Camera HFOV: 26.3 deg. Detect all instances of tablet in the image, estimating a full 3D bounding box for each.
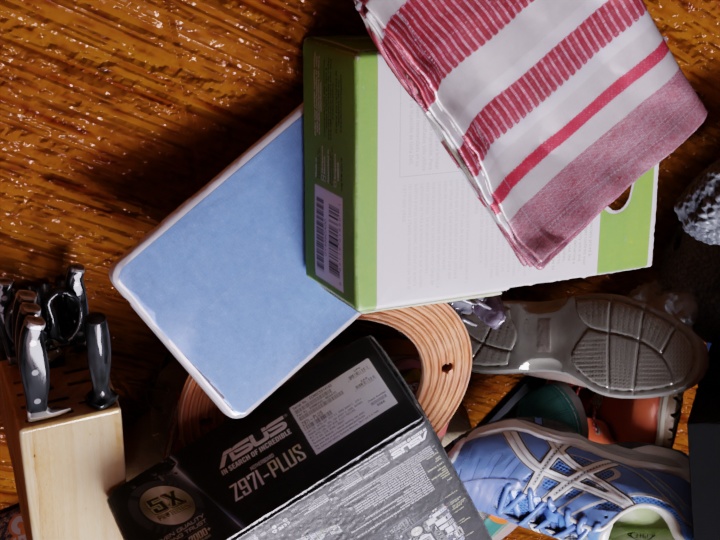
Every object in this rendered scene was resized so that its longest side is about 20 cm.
[{"bbox_3d":[-0.037,-0.018,0.916,0.200,0.014,0.130,-41,117,-8],"label":"tablet"}]

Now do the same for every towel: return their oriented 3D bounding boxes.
[{"bbox_3d":[0.098,-0.115,0.842,0.144,0.023,0.200,-42,118,-10],"label":"towel"}]

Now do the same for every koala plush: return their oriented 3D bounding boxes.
[{"bbox_3d":[0.285,0.001,1.103,0.177,0.184,0.200,-28,-179,-32],"label":"koala plush"}]

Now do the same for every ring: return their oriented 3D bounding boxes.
[{"bbox_3d":[-0.023,0.077,1.011,0.200,0.019,0.201,-12,133,-13],"label":"ring"}]

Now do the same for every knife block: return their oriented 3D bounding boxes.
[{"bbox_3d":[-0.182,0.102,0.955,0.064,0.200,0.176,-11,173,-17],"label":"knife block"}]

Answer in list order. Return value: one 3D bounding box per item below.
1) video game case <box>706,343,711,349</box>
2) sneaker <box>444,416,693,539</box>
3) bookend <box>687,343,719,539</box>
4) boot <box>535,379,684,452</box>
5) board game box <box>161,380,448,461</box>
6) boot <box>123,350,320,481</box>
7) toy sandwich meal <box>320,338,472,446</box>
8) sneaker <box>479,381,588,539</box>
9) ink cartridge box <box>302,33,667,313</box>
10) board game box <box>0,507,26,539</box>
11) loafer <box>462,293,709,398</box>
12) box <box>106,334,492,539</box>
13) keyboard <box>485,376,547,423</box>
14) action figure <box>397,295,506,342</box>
[{"bbox_3d":[0.395,0.059,1.333,0.181,0.045,0.200,-25,146,5],"label":"video game case"},{"bbox_3d":[0.148,0.158,1.093,0.200,0.077,0.076,5,126,2],"label":"sneaker"},{"bbox_3d":[0.288,0.170,1.079,0.092,0.200,0.199,-2,-169,18],"label":"bookend"},{"bbox_3d":[0.188,0.110,1.186,0.107,0.075,0.200,17,160,1],"label":"boot"},{"bbox_3d":[-0.037,0.122,1.070,0.200,0.019,0.103,-1,131,-22],"label":"board game box"},{"bbox_3d":[-0.128,0.090,1.073,0.200,0.074,0.075,-37,123,14],"label":"boot"},{"bbox_3d":[-0.009,0.127,1.169,0.205,0.070,0.205,-15,144,-11],"label":"toy sandwich meal"},{"bbox_3d":[0.101,0.160,1.175,0.080,0.071,0.200,-12,148,-36],"label":"sneaker"},{"bbox_3d":[0.073,-0.065,0.902,0.200,0.076,0.148,-7,108,-24],"label":"ink cartridge box"},{"bbox_3d":[-0.181,0.236,1.194,0.200,0.097,0.159,-22,145,-2],"label":"board game box"},{"bbox_3d":[0.162,0.053,1.115,0.200,0.072,0.063,5,175,34],"label":"loafer"},{"bbox_3d":[-0.034,0.163,0.996,0.200,0.086,0.164,-32,135,-3],"label":"box"},{"bbox_3d":[0.182,0.106,1.280,0.104,0.040,0.200,9,135,-36],"label":"keyboard"},{"bbox_3d":[0.000,0.000,1.012,0.200,0.069,0.130,19,132,-41],"label":"action figure"}]
